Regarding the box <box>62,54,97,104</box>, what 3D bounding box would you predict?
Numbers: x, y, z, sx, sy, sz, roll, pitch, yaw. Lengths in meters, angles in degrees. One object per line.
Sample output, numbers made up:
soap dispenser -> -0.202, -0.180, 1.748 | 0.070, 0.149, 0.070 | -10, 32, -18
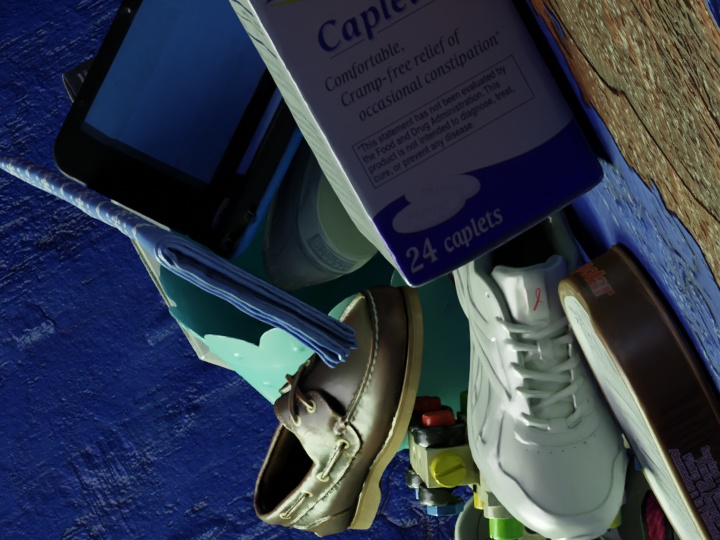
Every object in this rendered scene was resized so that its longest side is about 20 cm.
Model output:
box -> -0.084, -0.111, 2.083 | 0.104, 0.200, 0.148 | 58, 177, 44

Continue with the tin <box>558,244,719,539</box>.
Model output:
tin -> 0.152, 0.078, 1.426 | 0.200, 0.042, 0.112 | 62, -179, -27

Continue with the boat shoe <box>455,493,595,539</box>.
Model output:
boat shoe -> 0.127, 0.199, 1.762 | 0.202, 0.074, 0.065 | 39, 173, -21

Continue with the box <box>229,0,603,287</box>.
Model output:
box -> 0.008, -0.113, 1.358 | 0.200, 0.105, 0.184 | 60, 178, -11

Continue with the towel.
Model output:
towel -> -0.102, -0.007, 1.602 | 0.145, 0.024, 0.200 | 30, 178, -35

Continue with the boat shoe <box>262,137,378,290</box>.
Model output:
boat shoe -> -0.014, -0.069, 1.659 | 0.070, 0.071, 0.201 | 42, -139, -24

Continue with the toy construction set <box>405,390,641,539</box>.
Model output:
toy construction set -> 0.093, 0.105, 1.618 | 0.200, 0.131, 0.092 | 113, 152, -79

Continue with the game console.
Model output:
game console -> -0.079, -0.120, 1.613 | 0.118, 0.200, 0.171 | 25, 180, -6

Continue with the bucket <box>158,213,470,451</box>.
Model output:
bucket -> 0.000, 0.000, 1.745 | 0.135, 0.207, 0.207 | 52, -177, -39

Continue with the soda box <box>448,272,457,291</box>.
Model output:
soda box -> 0.063, -0.034, 1.596 | 0.200, 0.064, 0.068 | 61, 179, -2

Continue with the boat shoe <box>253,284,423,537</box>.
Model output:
boat shoe -> -0.014, 0.082, 1.641 | 0.200, 0.070, 0.070 | 106, 162, -45

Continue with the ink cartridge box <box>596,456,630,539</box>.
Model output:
ink cartridge box -> 0.165, 0.174, 1.786 | 0.200, 0.050, 0.162 | 62, 178, 12

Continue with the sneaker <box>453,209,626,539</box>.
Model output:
sneaker -> 0.085, 0.038, 1.485 | 0.099, 0.078, 0.200 | 85, 171, -68

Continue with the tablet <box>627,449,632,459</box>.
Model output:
tablet -> 0.174, 0.136, 1.844 | 0.130, 0.014, 0.200 | 59, 178, 13

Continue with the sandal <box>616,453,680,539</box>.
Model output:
sandal -> 0.160, 0.150, 1.598 | 0.045, 0.075, 0.200 | 14, -164, -16

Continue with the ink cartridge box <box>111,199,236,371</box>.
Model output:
ink cartridge box -> -0.033, -0.019, 1.979 | 0.200, 0.147, 0.146 | 23, -149, -56
